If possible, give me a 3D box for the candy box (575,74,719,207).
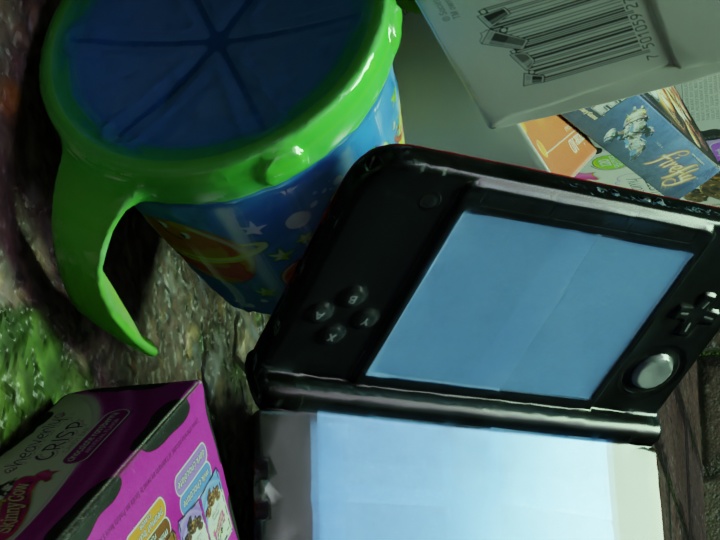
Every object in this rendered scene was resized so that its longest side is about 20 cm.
[{"bbox_3d":[0.191,-0.088,0.969,0.168,0.198,0.072,32,54,-66],"label":"candy box"}]

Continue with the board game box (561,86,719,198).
[{"bbox_3d":[0.112,-0.124,0.774,0.199,0.034,0.137,24,39,-56],"label":"board game box"}]

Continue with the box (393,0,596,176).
[{"bbox_3d":[0.013,-0.106,0.711,0.201,0.097,0.124,57,20,-2],"label":"box"}]

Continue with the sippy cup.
[{"bbox_3d":[-0.039,-0.054,0.590,0.131,0.176,0.141,65,2,-54],"label":"sippy cup"}]

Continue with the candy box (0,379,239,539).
[{"bbox_3d":[-0.079,0.157,0.506,0.136,0.060,0.202,-52,132,-66],"label":"candy box"}]

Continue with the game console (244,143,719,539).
[{"bbox_3d":[0.066,0.064,0.576,0.173,0.198,0.119,-60,-144,33],"label":"game console"}]

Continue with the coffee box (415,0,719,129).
[{"bbox_3d":[0.105,-0.207,0.564,0.200,0.198,0.200,52,31,-52],"label":"coffee box"}]
